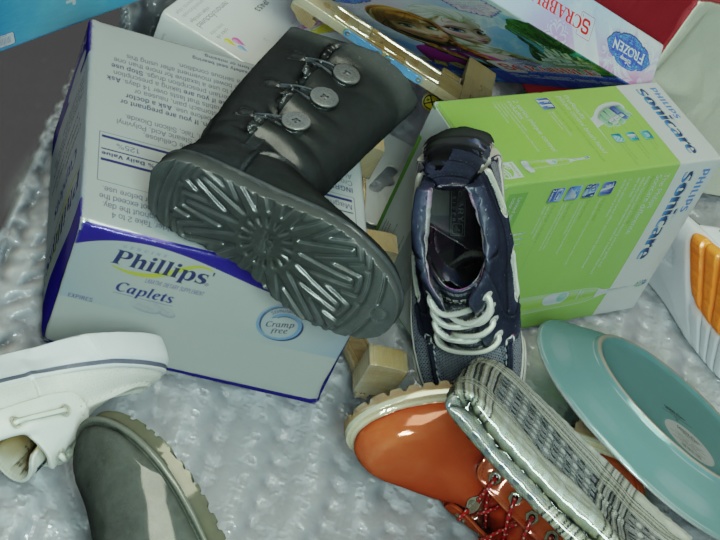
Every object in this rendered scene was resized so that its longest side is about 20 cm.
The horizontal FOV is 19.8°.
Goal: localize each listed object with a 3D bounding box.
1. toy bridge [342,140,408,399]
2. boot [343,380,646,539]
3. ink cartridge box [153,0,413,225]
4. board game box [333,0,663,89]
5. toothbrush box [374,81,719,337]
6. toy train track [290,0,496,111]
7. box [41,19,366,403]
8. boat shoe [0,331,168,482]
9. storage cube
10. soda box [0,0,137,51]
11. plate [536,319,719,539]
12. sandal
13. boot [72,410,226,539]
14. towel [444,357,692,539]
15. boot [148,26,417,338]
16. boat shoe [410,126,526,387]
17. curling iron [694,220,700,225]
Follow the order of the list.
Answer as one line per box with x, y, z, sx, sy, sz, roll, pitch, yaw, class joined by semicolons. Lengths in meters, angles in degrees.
0.000;0.000;1.327;0.027;0.067;0.201;10;49;-18;toy bridge
0.085;0.133;1.228;0.199;0.075;0.108;15;45;-16;boot
-0.040;-0.128;1.450;0.199;0.067;0.117;32;38;7;ink cartridge box
0.072;-0.180;1.428;0.199;0.041;0.199;24;-9;-42;board game box
0.120;-0.039;1.379;0.199;0.146;0.086;-8;49;-34;toothbrush box
0.035;-0.128;1.417;0.199;0.033;0.115;33;31;-9;toy train track
-0.098;-0.038;1.287;0.183;0.105;0.201;14;40;-16;box
-0.188;0.082;1.145;0.199;0.071;0.070;-10;78;-41;boat shoe
0.228;-0.184;1.564;0.199;0.171;0.180;7;41;-37;storage cube
-0.186;-0.222;1.423;0.199;0.064;0.068;-23;55;-18;soda box
0.194;0.096;1.303;0.200;0.026;0.200;37;18;-14;plate
0.247;-0.004;1.463;0.059;0.079;0.207;-10;49;-33;sandal
-0.156;0.175;1.047;0.199;0.073;0.182;-23;65;-37;boot
0.127;0.125;1.124;0.200;0.035;0.193;46;6;4;towel
-0.015;-0.059;1.232;0.164;0.066;0.200;34;34;4;boot
0.059;0.022;1.237;0.074;0.201;0.093;-5;18;10;boat shoe
0.230;-0.038;1.539;0.199;0.026;0.050;26;17;7;curling iron
